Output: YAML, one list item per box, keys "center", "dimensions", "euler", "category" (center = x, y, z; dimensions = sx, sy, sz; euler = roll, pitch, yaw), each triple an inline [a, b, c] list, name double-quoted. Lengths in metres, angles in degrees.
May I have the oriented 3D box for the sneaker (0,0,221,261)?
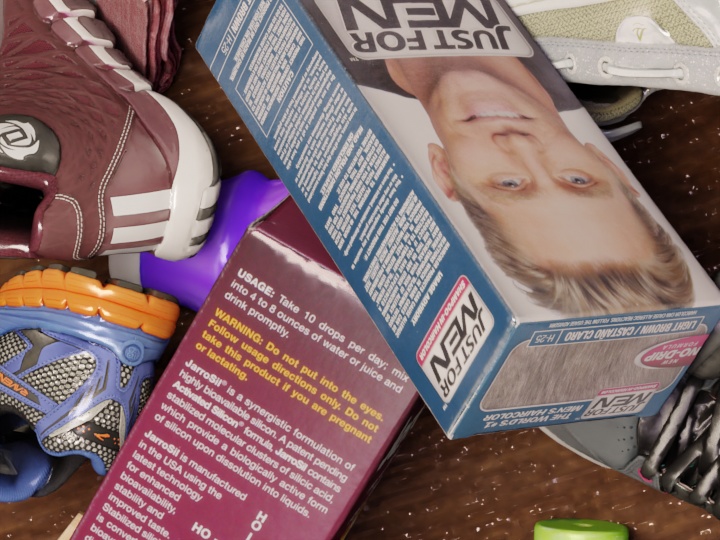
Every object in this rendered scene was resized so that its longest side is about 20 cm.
- center: [-0.151, -0.066, 1.121]
  dimensions: [0.200, 0.115, 0.076]
  euler: [38, 127, 39]
  category: "sneaker"

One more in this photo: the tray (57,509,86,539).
- center: [-0.066, 0.200, 1.184]
  dimensions: [0.200, 0.037, 0.099]
  euler: [40, 100, 10]
  category: "tray"

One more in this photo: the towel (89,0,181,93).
- center: [-0.132, -0.169, 1.139]
  dimensions: [0.023, 0.144, 0.200]
  euler: [-34, 83, -11]
  category: "towel"

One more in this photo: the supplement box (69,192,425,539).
- center: [-0.037, 0.070, 1.081]
  dimensions: [0.086, 0.110, 0.200]
  euler: [32, 111, 4]
  category: "supplement box"

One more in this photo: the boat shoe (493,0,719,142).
- center: [0.095, -0.078, 1.067]
  dimensions: [0.074, 0.202, 0.065]
  euler: [-1, 82, -29]
  category: "boat shoe"

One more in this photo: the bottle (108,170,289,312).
- center: [0.000, 0.000, 1.147]
  dimensions: [0.199, 0.065, 0.084]
  euler: [8, 97, 13]
  category: "bottle"

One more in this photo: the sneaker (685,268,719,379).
- center: [0.210, 0.015, 1.044]
  dimensions: [0.200, 0.075, 0.116]
  euler: [-30, 77, -31]
  category: "sneaker"

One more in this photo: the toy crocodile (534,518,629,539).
- center: [0.120, 0.138, 1.125]
  dimensions: [0.199, 0.062, 0.068]
  euler: [6, 93, 13]
  category: "toy crocodile"

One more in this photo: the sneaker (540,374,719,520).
- center: [0.152, 0.076, 1.058]
  dimensions: [0.199, 0.121, 0.084]
  euler: [19, 103, -8]
  category: "sneaker"

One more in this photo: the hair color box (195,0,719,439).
- center: [0.033, -0.036, 1.018]
  dimensions: [0.200, 0.100, 0.061]
  euler: [57, 135, 32]
  category: "hair color box"

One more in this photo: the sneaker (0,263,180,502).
- center: [-0.149, 0.054, 1.135]
  dimensions: [0.200, 0.075, 0.079]
  euler: [-21, 54, 53]
  category: "sneaker"
